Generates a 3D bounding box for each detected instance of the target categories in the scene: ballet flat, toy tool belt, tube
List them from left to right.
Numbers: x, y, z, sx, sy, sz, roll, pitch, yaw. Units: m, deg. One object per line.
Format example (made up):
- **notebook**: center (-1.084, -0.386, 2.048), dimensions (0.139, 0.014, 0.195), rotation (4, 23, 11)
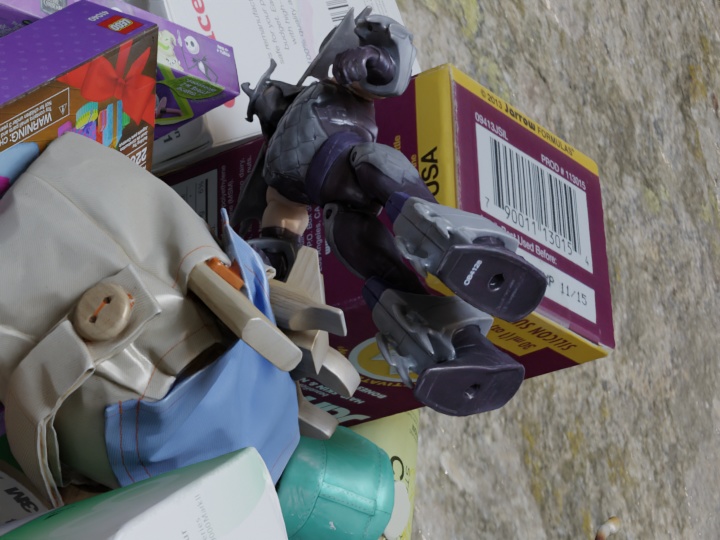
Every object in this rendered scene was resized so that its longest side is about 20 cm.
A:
- **toy tool belt**: center (-0.059, 0.043, 0.653), dimensions (0.125, 0.122, 0.200), rotation (-62, 159, -18)
- **ballet flat**: center (-0.015, 0.104, 0.805), dimensions (0.070, 0.200, 0.068), rotation (21, 83, -2)
- **tube**: center (0.007, 0.120, 0.905), dimensions (0.058, 0.052, 0.201), rotation (26, 45, -25)

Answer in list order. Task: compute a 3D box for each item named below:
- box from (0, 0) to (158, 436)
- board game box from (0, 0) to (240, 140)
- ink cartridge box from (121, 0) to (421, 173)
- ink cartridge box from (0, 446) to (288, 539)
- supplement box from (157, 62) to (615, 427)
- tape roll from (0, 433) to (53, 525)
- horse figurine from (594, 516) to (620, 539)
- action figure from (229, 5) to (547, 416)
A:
- **box**: center (-0.143, -0.001, 0.635), dimensions (0.200, 0.039, 0.138), rotation (-41, 145, -52)
- **board game box**: center (-0.158, -0.084, 0.732), dimensions (0.199, 0.119, 0.033), rotation (17, 61, -51)
- **ink cartridge box**: center (-0.069, -0.136, 0.912), dimensions (0.200, 0.085, 0.149), rotation (-21, 92, -54)
- **ink cartridge box**: center (-0.136, 0.122, 0.544), dimensions (0.200, 0.160, 0.050), rotation (-22, 92, -55)
- **supplement box**: center (0.000, 0.000, 0.842), dimensions (0.131, 0.199, 0.104), rotation (25, 56, -47)
- **tape roll**: center (-0.164, 0.144, 0.679), dimensions (0.200, 0.048, 0.202), rotation (28, 53, -45)
- **horse figurine**: center (0.132, 0.227, 0.976), dimensions (0.132, 0.050, 0.201), rotation (-21, 90, -58)
- **action figure**: center (-0.001, -0.032, 0.721), dimensions (0.069, 0.131, 0.200), rotation (4, 30, -36)
